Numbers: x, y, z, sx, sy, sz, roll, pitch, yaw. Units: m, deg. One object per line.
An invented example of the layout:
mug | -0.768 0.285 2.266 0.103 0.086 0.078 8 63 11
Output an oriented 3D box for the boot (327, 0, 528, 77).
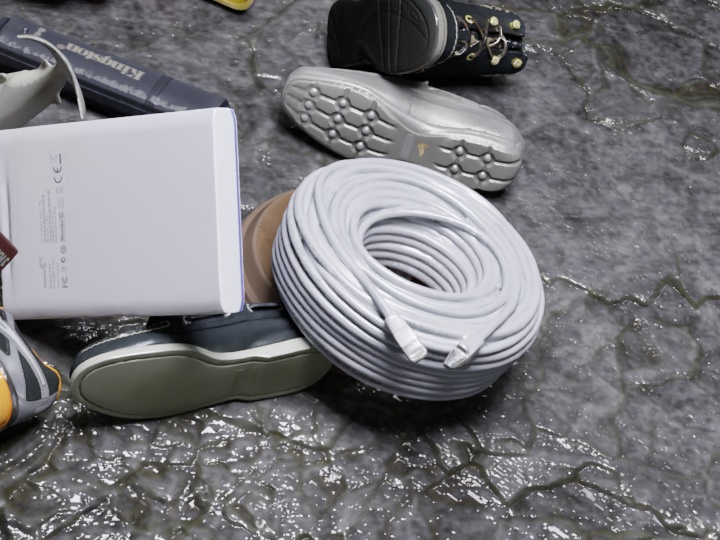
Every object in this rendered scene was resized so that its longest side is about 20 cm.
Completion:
boot | 0.075 -0.192 1.766 0.153 0.074 0.203 1 4 -23

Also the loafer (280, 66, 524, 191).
loafer | 0.034 -0.120 1.740 0.199 0.070 0.070 20 34 -6

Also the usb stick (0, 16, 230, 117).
usb stick | -0.199 -0.149 1.713 0.199 0.033 0.056 22 43 5

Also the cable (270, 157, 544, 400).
cable | 0.035 0.004 1.548 0.200 0.069 0.200 44 38 24

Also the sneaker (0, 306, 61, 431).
sneaker | -0.277 0.038 1.466 0.077 0.078 0.200 -6 46 -47

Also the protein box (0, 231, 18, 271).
protein box | -0.369 -0.020 1.376 0.200 0.135 0.199 39 82 22

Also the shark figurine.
shark figurine | -0.263 -0.105 1.597 0.128 0.214 0.090 -3 80 -62

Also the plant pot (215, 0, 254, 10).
plant pot | -0.131 -0.374 1.868 0.199 0.201 0.176 23 31 6

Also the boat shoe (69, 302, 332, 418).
boat shoe | -0.115 0.050 1.494 0.199 0.075 0.066 -8 53 -29

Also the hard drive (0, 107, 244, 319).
hard drive | -0.164 -0.035 1.464 0.199 0.133 0.025 -2 0 37

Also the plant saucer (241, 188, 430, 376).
plant saucer | 0.000 0.000 1.626 0.199 0.030 0.201 10 41 -9
